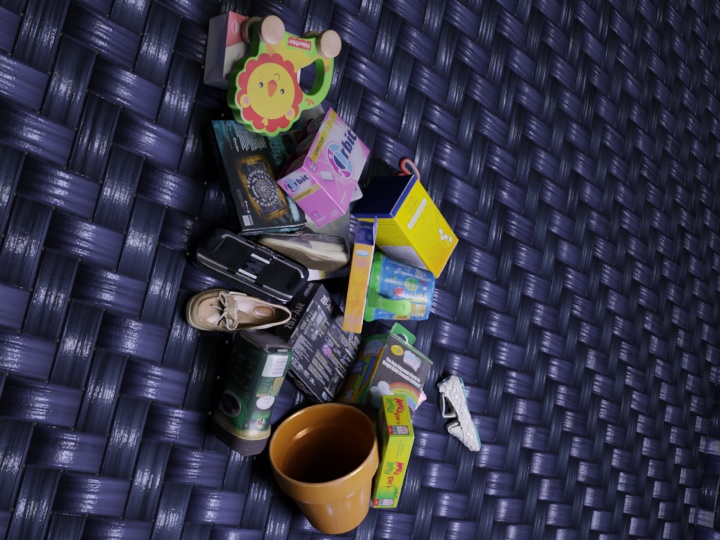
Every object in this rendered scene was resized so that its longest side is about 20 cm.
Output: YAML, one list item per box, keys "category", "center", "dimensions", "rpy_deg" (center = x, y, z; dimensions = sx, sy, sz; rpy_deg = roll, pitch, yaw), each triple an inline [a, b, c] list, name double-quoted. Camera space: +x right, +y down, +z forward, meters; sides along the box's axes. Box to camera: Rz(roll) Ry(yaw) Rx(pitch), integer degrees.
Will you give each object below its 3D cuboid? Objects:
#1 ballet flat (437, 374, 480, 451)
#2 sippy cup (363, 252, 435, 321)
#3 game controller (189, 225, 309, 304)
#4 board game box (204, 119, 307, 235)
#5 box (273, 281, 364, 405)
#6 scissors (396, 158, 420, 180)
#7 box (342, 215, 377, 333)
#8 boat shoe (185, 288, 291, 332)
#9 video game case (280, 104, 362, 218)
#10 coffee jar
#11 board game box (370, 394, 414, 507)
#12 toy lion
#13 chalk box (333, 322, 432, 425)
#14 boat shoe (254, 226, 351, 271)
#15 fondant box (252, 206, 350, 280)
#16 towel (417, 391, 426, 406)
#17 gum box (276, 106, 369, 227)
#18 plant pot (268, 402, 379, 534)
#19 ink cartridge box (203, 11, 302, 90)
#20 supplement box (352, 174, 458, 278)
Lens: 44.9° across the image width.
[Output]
- category: "ballet flat"
  center: [0.218, 0.329, 1.986]
  dimensions: [0.072, 0.071, 0.201]
  rpy_deg: [-32, 113, -40]
- category: "sippy cup"
  center: [0.078, 0.041, 1.725]
  dimensions: [0.140, 0.129, 0.179]
  rpy_deg: [99, 1, -52]
- category: "game controller"
  center: [-0.187, -0.007, 1.484]
  dimensions: [0.199, 0.104, 0.042]
  rpy_deg: [26, 30, -25]
- category: "board game box"
  center: [-0.176, -0.160, 1.479]
  dimensions: [0.135, 0.028, 0.201]
  rpy_deg: [-7, 74, -40]
- category: "box"
  center: [-0.082, 0.143, 1.645]
  dimensions: [0.161, 0.043, 0.200]
  rpy_deg: [-61, 140, -24]
- category: "scissors"
  center: [0.135, -0.158, 1.894]
  dimensions: [0.200, 0.014, 0.073]
  rpy_deg: [47, 58, -35]
- category: "box"
  center: [0.000, 0.000, 1.620]
  dimensions: [0.119, 0.041, 0.201]
  rpy_deg: [-80, 177, -67]
- category: "boat shoe"
  center: [-0.211, 0.070, 1.516]
  dimensions: [0.199, 0.062, 0.074]
  rpy_deg: [0, 93, -46]
- category: "video game case"
  center: [-0.102, -0.201, 1.594]
  dimensions: [0.181, 0.024, 0.201]
  rpy_deg: [-24, 88, -42]
- category: "coffee jar"
  center: [-0.188, 0.210, 1.492]
  dimensions: [0.085, 0.104, 0.201]
  rpy_deg: [5, 107, -48]
- category: "board game box"
  center: [0.054, 0.338, 1.621]
  dimensions: [0.047, 0.102, 0.201]
  rpy_deg: [3, 128, -9]
- category: "toy lion"
  center: [-0.134, -0.323, 1.478]
  dimensions: [0.199, 0.068, 0.193]
  rpy_deg: [0, 100, -42]
- category: "chalk box"
  center: [0.048, 0.205, 1.731]
  dimensions: [0.125, 0.124, 0.201]
  rpy_deg: [37, 61, -25]
- category: "boat shoe"
  center: [-0.105, -0.044, 1.541]
  dimensions: [0.200, 0.072, 0.066]
  rpy_deg: [11, 60, -37]
- category: "fondant box"
  center: [-0.107, -0.054, 1.621]
  dimensions: [0.199, 0.058, 0.146]
  rpy_deg: [-6, 97, -44]
- category: "towel"
  center: [0.054, 0.278, 1.827]
  dimensions: [0.200, 0.030, 0.147]
  rpy_deg: [-45, 122, -34]
- category: "gum box"
  center: [-0.061, -0.188, 1.534]
  dimensions: [0.114, 0.066, 0.201]
  rpy_deg: [47, 38, -24]
- category: "plant pot"
  center: [-0.056, 0.382, 1.619]
  dimensions: [0.200, 0.199, 0.184]
  rpy_deg: [-41, 135, -36]
- category: "ink cartridge box"
  center: [-0.169, -0.363, 1.524]
  dimensions: [0.199, 0.067, 0.118]
  rpy_deg: [7, 87, -43]
- category: "supplement box"
  center: [0.095, -0.090, 1.791]
  dimensions: [0.200, 0.108, 0.110]
  rpy_deg: [52, 58, -35]
